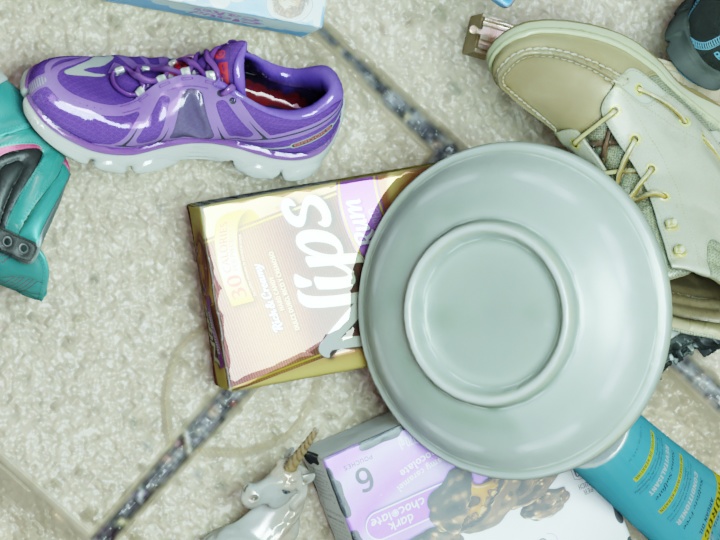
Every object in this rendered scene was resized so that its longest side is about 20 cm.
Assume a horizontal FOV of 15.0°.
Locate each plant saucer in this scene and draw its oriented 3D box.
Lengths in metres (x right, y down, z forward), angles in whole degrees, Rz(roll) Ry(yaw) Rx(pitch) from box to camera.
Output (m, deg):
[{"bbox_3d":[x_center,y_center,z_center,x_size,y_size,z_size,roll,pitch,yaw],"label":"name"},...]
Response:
[{"bbox_3d":[0.082,0.024,1.606,0.199,0.050,0.202,1,91,25],"label":"plant saucer"}]

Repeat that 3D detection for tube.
[{"bbox_3d":[0.188,0.138,1.700,0.200,0.050,0.078,40,71,-48],"label":"tube"}]

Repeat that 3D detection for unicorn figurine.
[{"bbox_3d":[-0.078,0.201,1.678,0.137,0.074,0.201,-21,110,-19],"label":"unicorn figurine"}]

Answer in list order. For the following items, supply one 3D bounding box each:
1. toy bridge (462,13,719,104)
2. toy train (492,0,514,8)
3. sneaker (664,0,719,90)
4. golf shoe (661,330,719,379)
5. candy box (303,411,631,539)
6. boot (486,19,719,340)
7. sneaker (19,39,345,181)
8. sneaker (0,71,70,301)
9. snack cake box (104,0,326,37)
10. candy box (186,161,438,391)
[{"bbox_3d":[0.161,-0.126,1.722,0.199,0.067,0.027,14,88,-13],"label":"toy bridge"},{"bbox_3d":[0.111,-0.256,1.684,0.086,0.114,0.201,32,84,-9],"label":"toy train"},{"bbox_3d":[0.264,-0.199,1.716,0.073,0.082,0.201,36,59,-16],"label":"sneaker"},{"bbox_3d":[0.178,0.020,1.709,0.199,0.078,0.095,-25,78,-43],"label":"golf shoe"},{"bbox_3d":[0.079,0.174,1.706,0.167,0.072,0.201,-23,96,-12],"label":"candy box"},{"bbox_3d":[0.160,-0.053,1.643,0.199,0.072,0.155,27,46,-26],"label":"boot"},{"bbox_3d":[-0.105,-0.111,1.644,0.199,0.084,0.081,2,54,-18],"label":"sneaker"},{"bbox_3d":[-0.243,-0.012,1.627,0.121,0.084,0.200,40,81,-1],"label":"sneaker"},{"bbox_3d":[-0.116,-0.216,1.657,0.199,0.067,0.116,8,88,-13],"label":"snack cake box"},{"bbox_3d":[0.000,0.000,1.694,0.199,0.056,0.118,-11,95,-11],"label":"candy box"}]
